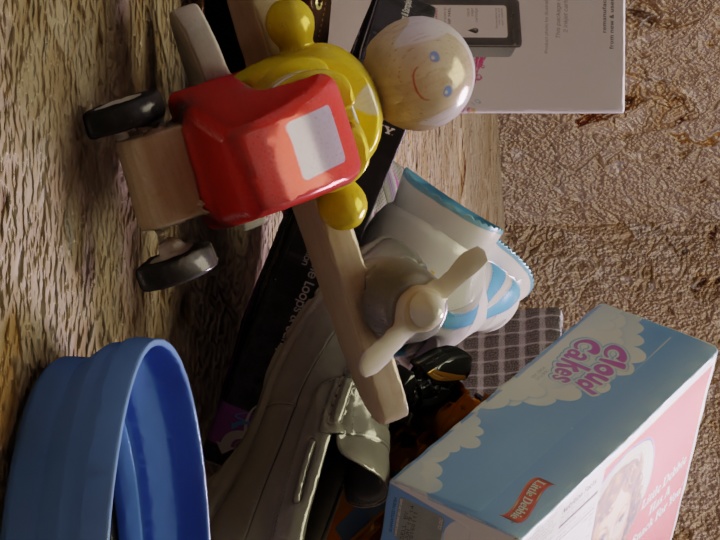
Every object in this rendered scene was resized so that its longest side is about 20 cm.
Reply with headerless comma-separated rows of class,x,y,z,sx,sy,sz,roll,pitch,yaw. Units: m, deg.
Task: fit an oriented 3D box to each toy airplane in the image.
toy airplane,-0.022,-0.062,1.000,0.200,0.141,0.200,64,11,-54

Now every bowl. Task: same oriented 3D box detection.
bowl,-0.085,0.123,0.864,0.201,0.039,0.202,-1,90,-84

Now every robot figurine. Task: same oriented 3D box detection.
robot figurine,0.003,0.128,1.169,0.200,0.058,0.145,-42,145,-28

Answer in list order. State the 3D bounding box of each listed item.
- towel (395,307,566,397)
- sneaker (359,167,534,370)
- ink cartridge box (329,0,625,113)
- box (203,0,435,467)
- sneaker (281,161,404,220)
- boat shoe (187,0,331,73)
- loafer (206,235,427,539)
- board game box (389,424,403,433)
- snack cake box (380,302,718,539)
towel,0.045,0.103,1.517,0.200,0.165,0.086,-85,166,-46
sneaker,0.032,0.007,1.248,0.081,0.076,0.200,-56,165,-1
ink cartridge box,0.079,-0.188,1.708,0.147,0.199,0.147,-66,156,-76
box,-0.018,-0.020,1.185,0.143,0.036,0.201,-78,-172,-64
sneaker,0.000,0.000,1.346,0.088,0.081,0.201,37,43,-37
boat shoe,-0.044,-0.144,1.149,0.070,0.070,0.201,-64,154,-68
loafer,-0.015,0.077,1.082,0.200,0.070,0.070,-62,161,-20
board game box,-0.009,0.124,1.301,0.126,0.035,0.200,-54,167,-7
snack cake box,0.083,0.110,1.146,0.200,0.067,0.115,-35,140,-50
